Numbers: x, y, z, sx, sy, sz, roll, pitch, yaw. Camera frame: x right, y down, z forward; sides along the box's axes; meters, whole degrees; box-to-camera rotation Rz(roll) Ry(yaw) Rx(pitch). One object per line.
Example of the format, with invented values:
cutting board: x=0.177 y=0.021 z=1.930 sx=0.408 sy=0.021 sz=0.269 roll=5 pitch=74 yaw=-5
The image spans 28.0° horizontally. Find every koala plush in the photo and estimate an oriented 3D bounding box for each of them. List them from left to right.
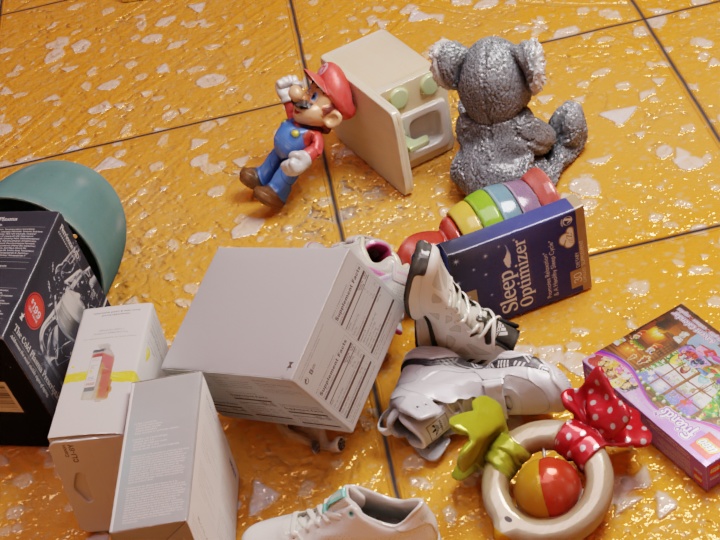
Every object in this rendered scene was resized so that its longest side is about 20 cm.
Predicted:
koala plush: x=0.176 y=-0.204 z=1.803 sx=0.177 sy=0.201 sz=0.184 roll=8 pitch=43 yaw=25

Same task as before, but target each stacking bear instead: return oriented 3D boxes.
stacking bear: x=0.136 y=-0.032 z=1.682 sx=0.199 sy=0.114 sz=0.122 roll=-24 pitch=39 yaw=-7

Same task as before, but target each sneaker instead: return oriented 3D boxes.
sneaker: x=-0.024 y=0.243 z=1.394 sx=0.199 sy=0.089 sz=0.075 roll=-5 pitch=40 yaw=11
sneaker: x=0.000 y=0.000 z=1.661 sx=0.200 sy=0.081 sz=0.089 roll=31 pitch=98 yaw=49
sneaker: x=0.113 y=0.038 z=1.528 sx=0.115 sy=0.201 sz=0.076 roll=8 pitch=60 yaw=15
sneaker: x=0.115 y=0.143 z=1.494 sx=0.199 sy=0.075 sz=0.115 roll=6 pitch=42 yaw=30

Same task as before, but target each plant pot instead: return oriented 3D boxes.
plant pot: x=-0.379 y=-0.041 z=1.776 sx=0.200 sy=0.201 sz=0.161 roll=0 pitch=32 yaw=16

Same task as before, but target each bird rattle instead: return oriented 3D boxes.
bird rattle: x=0.187 y=0.193 z=1.411 sx=0.199 sy=0.113 sz=0.164 roll=-6 pitch=59 yaw=4

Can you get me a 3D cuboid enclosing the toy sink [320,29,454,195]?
toy sink: x=0.049 y=-0.213 z=1.909 sx=0.112 sy=0.131 sz=0.200 roll=-26 pitch=39 yaw=-17

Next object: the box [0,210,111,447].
box: x=-0.371 y=0.066 z=1.606 sx=0.104 sy=0.200 sz=0.183 roll=0 pitch=49 yaw=17

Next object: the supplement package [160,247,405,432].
supplement package: x=-0.081 y=0.068 z=1.514 sx=0.199 sy=0.111 sz=0.156 roll=2 pitch=59 yaw=42

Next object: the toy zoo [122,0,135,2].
toy zoo: x=-0.334 y=-0.509 z=2.480 sx=0.199 sy=0.021 sz=0.131 roll=-7 pitch=38 yaw=9

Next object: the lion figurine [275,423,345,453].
lion figurine: x=-0.053 y=0.117 z=1.576 sx=0.122 sy=0.073 sz=0.200 roll=1 pitch=44 yaw=33

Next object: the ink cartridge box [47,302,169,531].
ink cartridge box: x=-0.254 y=0.155 z=1.526 sx=0.083 sy=0.146 sz=0.200 roll=-5 pitch=39 yaw=8

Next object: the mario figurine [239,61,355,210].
mario figurine: x=-0.092 y=-0.186 z=1.867 sx=0.123 sy=0.200 sz=0.106 roll=37 pitch=11 yaw=15

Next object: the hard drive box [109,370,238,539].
hard drive box: x=-0.176 y=0.225 z=1.406 sx=0.076 sy=0.156 sz=0.200 roll=-9 pitch=37 yaw=6

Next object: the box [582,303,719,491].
box: x=0.341 y=0.124 z=1.475 sx=0.136 sy=0.039 sz=0.200 roll=-28 pitch=40 yaw=-17

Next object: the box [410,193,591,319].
box: x=0.160 y=0.000 z=1.617 sx=0.199 sy=0.122 sz=0.032 roll=-19 pitch=39 yaw=-8
